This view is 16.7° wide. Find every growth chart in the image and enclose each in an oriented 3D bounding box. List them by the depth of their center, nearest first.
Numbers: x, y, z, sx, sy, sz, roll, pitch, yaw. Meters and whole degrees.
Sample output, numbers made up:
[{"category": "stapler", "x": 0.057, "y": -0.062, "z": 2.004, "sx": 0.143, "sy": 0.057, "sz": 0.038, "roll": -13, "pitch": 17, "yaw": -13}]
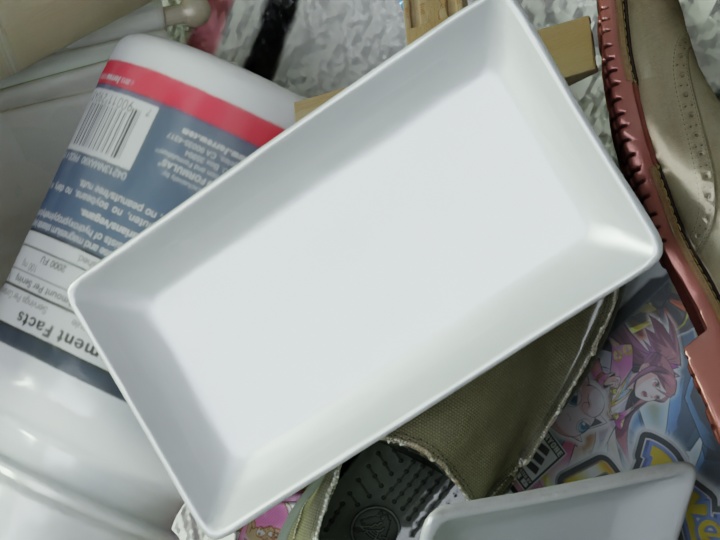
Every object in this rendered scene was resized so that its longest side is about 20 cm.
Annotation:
[{"category": "growth chart", "x": -0.115, "y": -0.010, "z": 1.013, "sx": 0.018, "sy": 0.144, "sz": 0.202, "roll": -153, "pitch": 60, "yaw": -67}]

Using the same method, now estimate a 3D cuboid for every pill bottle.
[{"category": "pill bottle", "x": -0.081, "y": 0.022, "z": 0.951, "sx": 0.119, "sy": 0.119, "sz": 0.201, "roll": 23, "pitch": 86, "yaw": 30}]

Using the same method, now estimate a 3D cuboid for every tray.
[{"category": "tray", "x": 0.000, "y": 0.000, "z": 0.851, "sx": 0.199, "sy": 0.022, "sz": 0.108, "roll": -33, "pitch": 83, "yaw": 21}, {"category": "tray", "x": 0.051, "y": 0.150, "z": 0.898, "sx": 0.022, "sy": 0.107, "sz": 0.201, "roll": 53, "pitch": 142, "yaw": 45}]

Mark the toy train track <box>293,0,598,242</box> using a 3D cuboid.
[{"category": "toy train track", "x": 0.031, "y": -0.097, "z": 0.911, "sx": 0.114, "sy": 0.033, "sz": 0.201, "roll": -15, "pitch": 60, "yaw": 17}]

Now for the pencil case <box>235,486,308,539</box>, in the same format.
[{"category": "pencil case", "x": -0.002, "y": 0.174, "z": 0.981, "sx": 0.086, "sy": 0.083, "sz": 0.202, "roll": 1, "pitch": 97, "yaw": 28}]

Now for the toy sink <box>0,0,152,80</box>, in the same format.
[{"category": "toy sink", "x": -0.091, "y": -0.184, "z": 0.954, "sx": 0.199, "sy": 0.112, "sz": 0.131, "roll": -30, "pitch": 79, "yaw": -7}]

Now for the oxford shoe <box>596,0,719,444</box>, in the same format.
[{"category": "oxford shoe", "x": 0.134, "y": -0.019, "z": 0.849, "sx": 0.074, "sy": 0.070, "sz": 0.201, "roll": -19, "pitch": 83, "yaw": 7}]

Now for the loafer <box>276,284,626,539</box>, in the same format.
[{"category": "loafer", "x": 0.036, "y": 0.055, "z": 0.886, "sx": 0.075, "sy": 0.070, "sz": 0.201, "roll": 28, "pitch": 101, "yaw": -6}]

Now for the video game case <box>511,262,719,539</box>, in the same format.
[{"category": "video game case", "x": 0.144, "y": 0.066, "z": 0.898, "sx": 0.181, "sy": 0.025, "sz": 0.200, "roll": -46, "pitch": 71, "yaw": 31}]
